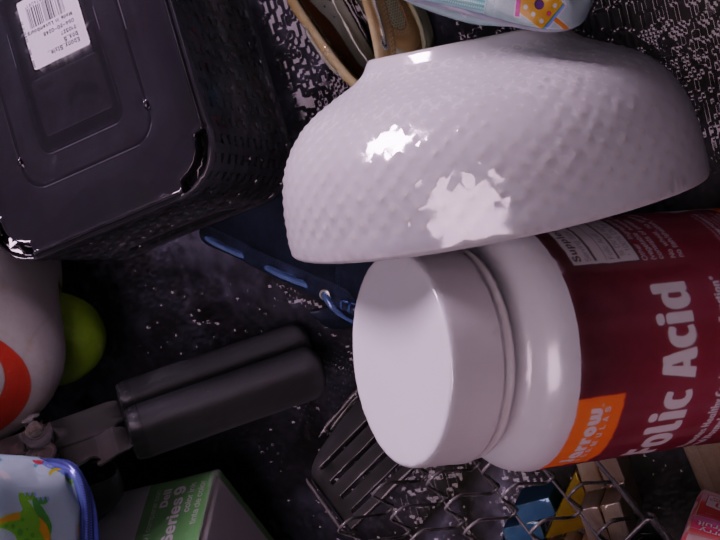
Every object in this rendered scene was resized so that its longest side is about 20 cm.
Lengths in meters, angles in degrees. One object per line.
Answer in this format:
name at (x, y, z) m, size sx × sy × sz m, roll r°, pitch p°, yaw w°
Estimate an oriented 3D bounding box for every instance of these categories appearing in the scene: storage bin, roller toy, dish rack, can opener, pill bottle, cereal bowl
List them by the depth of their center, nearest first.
cereal bowl at (0.057, -0.065, 0.719) m, size 0.198 × 0.200 × 0.084 m, roll -8°, pitch 97°, yaw 21°
pill bottle at (0.104, 0.032, 0.727) m, size 0.198 × 0.114 × 0.116 m, roll -5°, pitch 111°, yaw -26°
storage bin at (-0.133, -0.116, 0.799) m, size 0.134 × 0.094 × 0.202 m, roll -20°, pitch 83°, yaw 23°
dish rack at (0.059, 0.127, 0.817) m, size 0.153 × 0.054 × 0.200 m, roll -44°, pitch 65°, yaw 10°
roller toy at (-0.256, 0.005, 0.851) m, size 0.181 × 0.141 × 0.200 m, roll -20°, pitch 144°, yaw 13°
can opener at (-0.114, 0.088, 0.866) m, size 0.198 × 0.053 × 0.067 m, roll -23°, pitch 124°, yaw -7°

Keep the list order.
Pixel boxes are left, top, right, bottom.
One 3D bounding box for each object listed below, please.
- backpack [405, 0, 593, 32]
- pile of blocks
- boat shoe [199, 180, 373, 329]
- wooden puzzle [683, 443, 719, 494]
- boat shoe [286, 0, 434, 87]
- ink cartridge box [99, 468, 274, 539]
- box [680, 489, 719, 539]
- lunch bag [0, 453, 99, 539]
backpack at (0.044, -0.199, 0.695) m, size 0.198 × 0.176 × 0.155 m, roll 25°, pitch 114°, yaw 5°
pile of blocks at (0.095, 0.182, 0.861) m, size 0.081 × 0.062 × 0.202 m, roll 19°, pitch 111°, yaw 12°
boat shoe at (0.000, 0.000, 0.837) m, size 0.199 × 0.084 × 0.069 m, roll 34°, pitch 116°, yaw 24°
wooden puzzle at (0.252, 0.097, 0.744) m, size 0.184 × 0.037 × 0.202 m, roll -35°, pitch 58°, yaw 25°
boat shoe at (-0.031, -0.179, 0.782) m, size 0.071 × 0.076 × 0.201 m, roll -33°, pitch 93°, yaw 27°
ink cartridge box at (-0.139, 0.209, 0.907) m, size 0.198 × 0.088 × 0.146 m, roll -17°, pitch 129°, yaw 21°
box at (0.220, 0.188, 0.670) m, size 0.198 × 0.103 × 0.096 m, roll 20°, pitch 109°, yaw 14°
lunch bag at (-0.217, 0.177, 0.794) m, size 0.198 × 0.082 × 0.163 m, roll -9°, pitch 80°, yaw 40°
